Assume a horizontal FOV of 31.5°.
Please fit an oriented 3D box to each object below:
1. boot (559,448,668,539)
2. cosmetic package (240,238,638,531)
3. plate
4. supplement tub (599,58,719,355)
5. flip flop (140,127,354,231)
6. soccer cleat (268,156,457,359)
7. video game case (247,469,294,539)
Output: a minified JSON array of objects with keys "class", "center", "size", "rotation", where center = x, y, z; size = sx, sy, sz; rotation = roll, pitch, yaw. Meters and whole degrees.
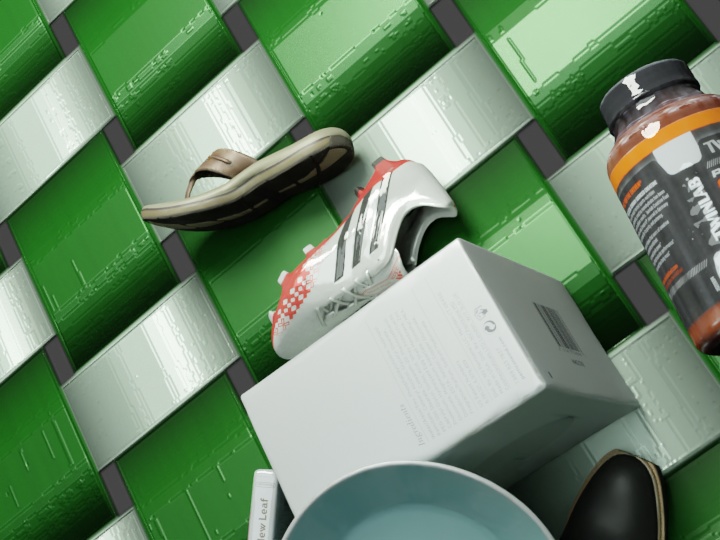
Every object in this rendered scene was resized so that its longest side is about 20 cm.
[{"class":"boot","center":[0.146,0.221,0.880],"size":[0.077,0.138,0.200],"rotation":[16,88,31]},{"class":"cosmetic package","center":[0.060,0.094,0.916],"size":[0.200,0.199,0.123],"rotation":[-37,65,18]},{"class":"plate","center":[0.040,0.216,0.818],"size":[0.200,0.026,0.201],"rotation":[2,98,13]},{"class":"supplement tub","center":[0.241,-0.048,0.895],"size":[0.107,0.107,0.200],"rotation":[-32,67,21]},{"class":"flip flop","center":[-0.100,-0.085,1.110],"size":[0.200,0.081,0.058],"rotation":[-25,74,19]},{"class":"soccer cleat","center":[0.000,0.000,1.047],"size":[0.085,0.069,0.200],"rotation":[41,97,33]},{"class":"video game case","center":[-0.051,0.241,0.954],"size":[0.022,0.200,0.183],"rotation":[3,82,12]}]
